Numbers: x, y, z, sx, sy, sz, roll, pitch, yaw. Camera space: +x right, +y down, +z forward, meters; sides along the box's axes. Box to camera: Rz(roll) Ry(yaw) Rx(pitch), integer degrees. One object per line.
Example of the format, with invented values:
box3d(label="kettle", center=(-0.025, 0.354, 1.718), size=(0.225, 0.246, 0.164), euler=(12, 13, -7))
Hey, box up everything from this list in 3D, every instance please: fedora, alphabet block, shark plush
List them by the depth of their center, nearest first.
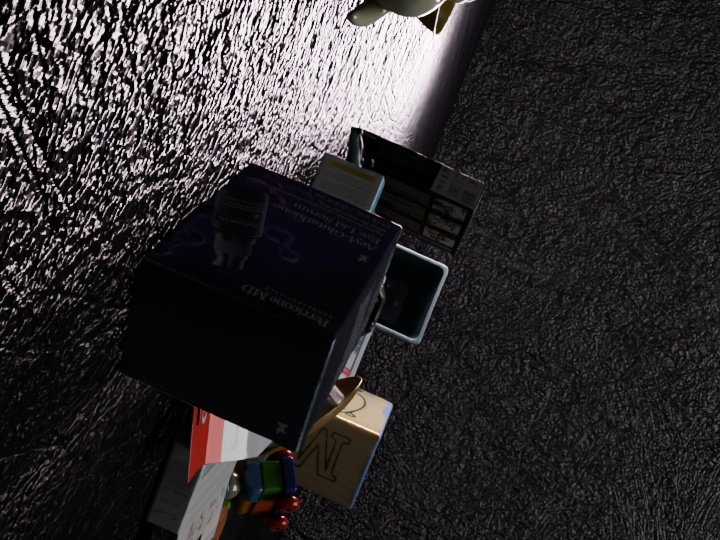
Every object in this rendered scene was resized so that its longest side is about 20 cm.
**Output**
box3d(label="shark plush", center=(-0.025, -0.080, 1.145), size=(0.091, 0.083, 0.201), euler=(51, -54, 46))
box3d(label="fedora", center=(-0.095, 0.165, 1.155), size=(0.199, 0.082, 0.201), euler=(-30, -174, 3))
box3d(label="alphabet block", center=(-0.062, 0.373, 1.974), size=(0.195, 0.198, 0.198), euler=(-53, 164, -74))

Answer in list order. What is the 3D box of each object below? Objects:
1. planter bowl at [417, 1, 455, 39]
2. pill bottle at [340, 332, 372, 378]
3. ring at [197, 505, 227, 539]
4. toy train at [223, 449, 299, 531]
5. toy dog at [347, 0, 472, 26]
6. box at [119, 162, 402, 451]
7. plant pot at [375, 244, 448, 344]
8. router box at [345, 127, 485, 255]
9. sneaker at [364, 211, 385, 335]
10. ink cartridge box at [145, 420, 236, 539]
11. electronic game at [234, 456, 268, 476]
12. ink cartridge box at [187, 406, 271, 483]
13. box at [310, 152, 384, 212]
box3d(label="planter bowl", center=(0.082, -0.369, 0.984), size=(0.200, 0.083, 0.202), euler=(23, 90, -85))
box3d(label="pill bottle", center=(-0.035, 0.085, 1.477), size=(0.120, 0.119, 0.202), euler=(96, 17, -73))
box3d(label="ring", center=(-0.236, 0.397, 1.162), size=(0.201, 0.019, 0.201), euler=(-59, 171, -16))
box3d(label="toy train", center=(-0.164, 0.333, 1.270), size=(0.201, 0.114, 0.085), euler=(116, -30, -49))
box3d(label="toy dog", center=(0.052, -0.313, 0.785), size=(0.193, 0.140, 0.200), euler=(-31, 178, 3))
box3d(label="box", center=(-0.069, 0.019, 0.684), size=(0.200, 0.147, 0.105), euler=(-60, 171, -60))
box3d(label="plant pot", center=(0.069, 0.055, 2.126), size=(0.200, 0.195, 0.197), euler=(139, -26, -80))
box3d(label="router box", center=(0.071, -0.113, 1.301), size=(0.051, 0.198, 0.149), euler=(-62, 174, -25))
box3d(label="sneaker", center=(0.000, 0.000, 1.234), size=(0.098, 0.070, 0.203), euler=(-145, -123, -79))
box3d(label="ink cartridge box", center=(-0.187, 0.251, 0.999), size=(0.200, 0.044, 0.178), euler=(-32, 142, -81))
box3d(label="electronic game", center=(-0.147, 0.225, 1.320), size=(0.201, 0.041, 0.201), euler=(-59, 166, -24))
box3d(label="ink cartridge box", center=(-0.120, 0.113, 0.892), size=(0.200, 0.047, 0.162), euler=(-27, 123, -84))
box3d(label="box", center=(-0.043, -0.035, 1.092), size=(0.049, 0.082, 0.202), euler=(45, 67, -85))
